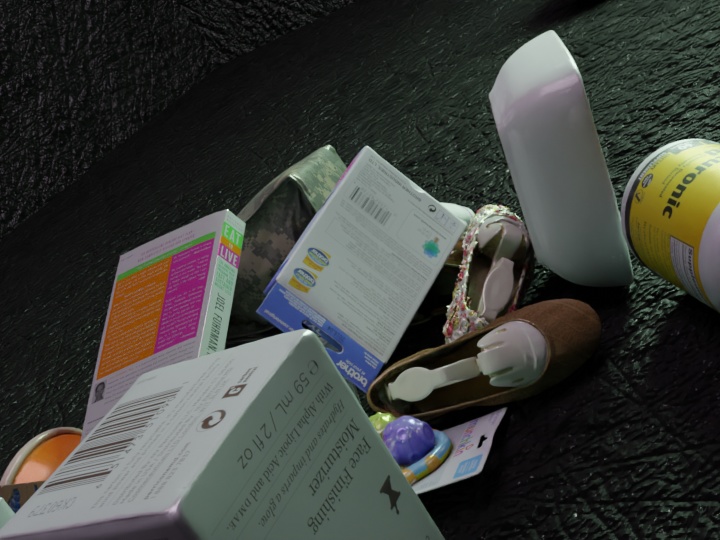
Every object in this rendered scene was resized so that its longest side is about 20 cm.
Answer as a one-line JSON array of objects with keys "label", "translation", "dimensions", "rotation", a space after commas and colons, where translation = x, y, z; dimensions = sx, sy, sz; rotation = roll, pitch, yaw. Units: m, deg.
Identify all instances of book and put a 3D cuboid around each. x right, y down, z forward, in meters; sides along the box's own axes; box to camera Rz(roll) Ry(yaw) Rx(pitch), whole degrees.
[{"label": "book", "translation": [-0.165, 0.053, 0.937], "dimensions": [0.133, 0.048, 0.201], "rotation": [-25, 42, 33]}]

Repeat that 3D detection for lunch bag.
[{"label": "lunch bag", "translation": [-0.085, -0.011, 1.087], "dimensions": [0.200, 0.118, 0.164], "rotation": [-40, 5, 19]}]

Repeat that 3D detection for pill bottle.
[{"label": "pill bottle", "translation": [0.271, -0.023, 0.769], "dimensions": [0.111, 0.112, 0.200], "rotation": [-32, 20, -2]}]

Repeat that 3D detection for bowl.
[{"label": "bowl", "translation": [0.165, -0.091, 0.945], "dimensions": [0.074, 0.201, 0.200], "rotation": [-17, 21, 10]}]

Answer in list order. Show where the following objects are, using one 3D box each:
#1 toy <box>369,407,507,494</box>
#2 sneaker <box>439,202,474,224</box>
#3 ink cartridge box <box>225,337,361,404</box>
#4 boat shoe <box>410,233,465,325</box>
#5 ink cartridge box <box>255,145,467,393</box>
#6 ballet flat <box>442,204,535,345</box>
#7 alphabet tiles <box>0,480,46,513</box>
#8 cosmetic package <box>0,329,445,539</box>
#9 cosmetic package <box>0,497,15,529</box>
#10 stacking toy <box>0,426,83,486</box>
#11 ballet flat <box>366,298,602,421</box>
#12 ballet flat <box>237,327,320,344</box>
[{"label": "toy", "translation": [0.005, 0.142, 0.836], "dimensions": [0.200, 0.047, 0.115], "rotation": [-25, 9, 22]}, {"label": "sneaker", "translation": [0.042, -0.022, 1.209], "dimensions": [0.200, 0.075, 0.099], "rotation": [-19, -2, 42]}, {"label": "ink cartridge box", "translation": [-0.117, 0.125, 0.989], "dimensions": [0.145, 0.085, 0.200], "rotation": [-27, 12, -39]}, {"label": "boat shoe", "translation": [0.048, 0.014, 1.073], "dimensions": [0.200, 0.076, 0.074], "rotation": [-19, 26, 35]}, {"label": "ink cartridge box", "translation": [0.000, 0.000, 0.957], "dimensions": [0.200, 0.119, 0.042], "rotation": [-58, 10, -33]}, {"label": "ballet flat", "translation": [0.121, 0.002, 0.961], "dimensions": [0.064, 0.075, 0.200], "rotation": [114, 173, -47]}, {"label": "alphabet tiles", "translation": [-0.256, 0.250, 0.863], "dimensions": [0.199, 0.167, 0.006], "rotation": [-13, -12, 36]}, {"label": "cosmetic package", "translation": [-0.074, 0.174, 0.677], "dimensions": [0.165, 0.200, 0.165], "rotation": [-17, 24, 37]}, {"label": "cosmetic package", "translation": [-0.257, 0.286, 0.683], "dimensions": [0.123, 0.200, 0.200], "rotation": [-18, 25, 35]}, {"label": "stacking toy", "translation": [-0.195, 0.215, 0.935], "dimensions": [0.199, 0.147, 0.146], "rotation": [3, 34, 27]}, {"label": "ballet flat", "translation": [0.087, 0.075, 0.854], "dimensions": [0.199, 0.068, 0.072], "rotation": [-20, -10, 28]}, {"label": "ballet flat", "translation": [-0.083, 0.087, 1.102], "dimensions": [0.200, 0.073, 0.073], "rotation": [-11, 28, 46]}]
